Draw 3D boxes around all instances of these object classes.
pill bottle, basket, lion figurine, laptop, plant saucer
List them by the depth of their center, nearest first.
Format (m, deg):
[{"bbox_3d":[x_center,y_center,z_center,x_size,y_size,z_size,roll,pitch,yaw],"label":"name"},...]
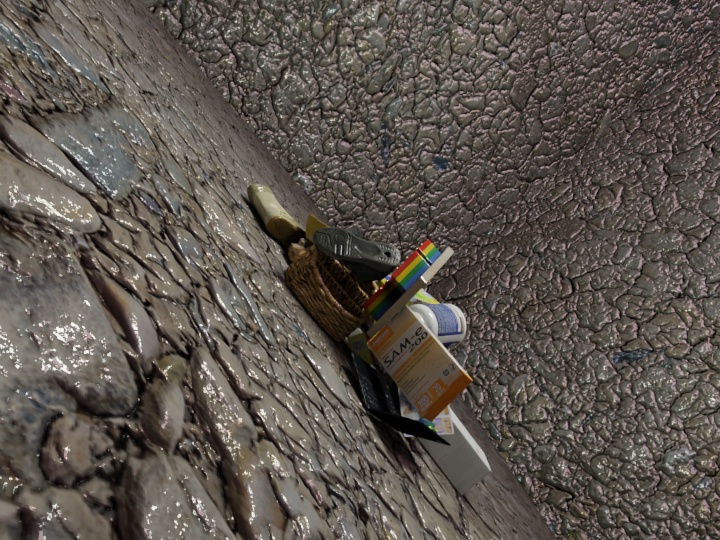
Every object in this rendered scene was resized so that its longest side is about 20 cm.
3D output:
[{"bbox_3d":[0.080,0.261,1.113,0.177,0.102,0.203,47,19,-49],"label":"laptop"},{"bbox_3d":[-0.056,0.037,1.228,0.201,0.148,0.143,51,4,-18],"label":"basket"},{"bbox_3d":[0.162,0.138,1.321,0.197,0.112,0.112,3,41,-47],"label":"pill bottle"},{"bbox_3d":[-0.105,0.007,1.362,0.201,0.072,0.122,48,-8,-6],"label":"lion figurine"},{"bbox_3d":[-0.066,-0.022,1.400,0.199,0.048,0.203,37,-24,43],"label":"plant saucer"}]

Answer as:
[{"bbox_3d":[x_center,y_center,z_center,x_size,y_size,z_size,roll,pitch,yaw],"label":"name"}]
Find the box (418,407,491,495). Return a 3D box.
[{"bbox_3d":[0.217,0.420,1.343,0.202,0.097,0.124,53,5,1],"label":"box"}]

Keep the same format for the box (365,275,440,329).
[{"bbox_3d":[0.103,0.102,1.502,0.188,0.125,0.200,21,9,-21],"label":"box"}]

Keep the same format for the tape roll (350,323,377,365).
[{"bbox_3d":[-0.001,0.167,1.492,0.204,0.037,0.203,52,4,-5],"label":"tape roll"}]

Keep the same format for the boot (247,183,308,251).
[{"bbox_3d":[-0.219,-0.138,1.456,0.156,0.072,0.200,53,7,29],"label":"boot"}]

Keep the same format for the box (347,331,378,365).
[{"bbox_3d":[0.038,0.177,1.289,0.199,0.049,0.077,2,71,-65],"label":"box"}]

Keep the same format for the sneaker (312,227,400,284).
[{"bbox_3d":[-0.018,-0.026,1.208,0.194,0.115,0.078,15,57,-11],"label":"sneaker"}]

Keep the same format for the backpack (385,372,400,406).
[{"bbox_3d":[0.137,0.268,1.403,0.127,0.167,0.200,45,-2,2],"label":"backpack"}]

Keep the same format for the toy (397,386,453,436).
[{"bbox_3d":[0.143,0.269,1.235,0.048,0.111,0.204,95,-8,-55],"label":"toy"}]

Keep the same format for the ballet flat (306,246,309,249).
[{"bbox_3d":[-0.117,-0.046,1.543,0.071,0.064,0.203,-121,-168,-45],"label":"ballet flat"}]

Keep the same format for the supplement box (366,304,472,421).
[{"bbox_3d":[0.121,0.192,1.140,0.201,0.126,0.073,48,5,34],"label":"supplement box"}]

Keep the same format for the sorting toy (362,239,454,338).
[{"bbox_3d":[0.096,0.030,1.222,0.070,0.200,0.198,45,34,4],"label":"sorting toy"}]
